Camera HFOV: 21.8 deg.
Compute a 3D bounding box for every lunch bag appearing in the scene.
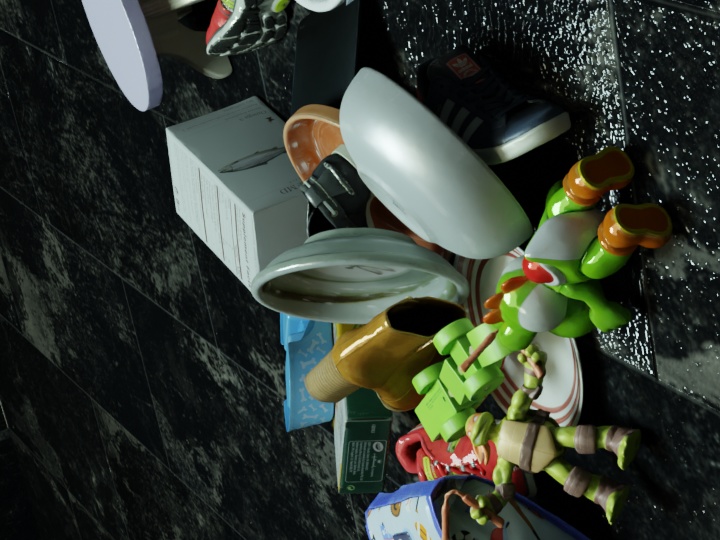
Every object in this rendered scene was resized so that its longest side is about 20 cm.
[{"bbox_3d":[0.109,0.267,1.716,0.200,0.124,0.170,38,156,-10],"label":"lunch bag"}]

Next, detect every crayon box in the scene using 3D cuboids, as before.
[{"bbox_3d":[-0.002,0.113,1.937,0.126,0.051,0.201,95,171,-48],"label":"crayon box"}]

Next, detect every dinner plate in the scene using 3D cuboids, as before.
[{"bbox_3d":[0.145,0.056,1.667,0.200,0.024,0.201,48,151,38],"label":"dinner plate"}]

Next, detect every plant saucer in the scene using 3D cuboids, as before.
[{"bbox_3d":[0.013,-0.081,1.747,0.200,0.032,0.201,36,160,15],"label":"plant saucer"},{"bbox_3d":[0.000,0.000,1.698,0.200,0.199,0.051,139,134,-66],"label":"plant saucer"}]

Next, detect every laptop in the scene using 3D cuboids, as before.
[{"bbox_3d":[0.009,-0.156,1.795,0.200,0.103,0.177,44,160,-10],"label":"laptop"}]

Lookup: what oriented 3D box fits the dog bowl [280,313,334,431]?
[{"bbox_3d":[-0.058,0.078,1.990,0.112,0.049,0.201,97,171,-53],"label":"dog bowl"}]

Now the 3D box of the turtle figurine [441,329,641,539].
[{"bbox_3d":[0.151,0.160,1.594,0.161,0.064,0.201,18,95,21],"label":"turtle figurine"}]

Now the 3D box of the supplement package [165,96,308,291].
[{"bbox_3d":[-0.109,-0.079,1.984,0.200,0.116,0.118,43,146,44],"label":"supplement package"}]

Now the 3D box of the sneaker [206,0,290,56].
[{"bbox_3d":[-0.112,-0.287,1.886,0.200,0.077,0.085,-53,51,56],"label":"sneaker"}]

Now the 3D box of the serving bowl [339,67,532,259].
[{"bbox_3d":[0.050,-0.076,1.554,0.200,0.066,0.200,44,176,4],"label":"serving bowl"}]

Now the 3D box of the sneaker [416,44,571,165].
[{"bbox_3d":[0.098,-0.141,1.528,0.200,0.075,0.085,13,126,63],"label":"sneaker"}]

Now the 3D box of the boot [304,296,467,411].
[{"bbox_3d":[0.056,0.073,1.746,0.144,0.201,0.071,-37,68,38],"label":"boot"}]

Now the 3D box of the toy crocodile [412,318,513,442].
[{"bbox_3d":[0.097,0.097,1.688,0.068,0.062,0.200,57,151,21],"label":"toy crocodile"}]

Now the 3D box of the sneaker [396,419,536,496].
[{"bbox_3d":[0.099,0.187,1.787,0.200,0.085,0.077,7,118,65],"label":"sneaker"}]

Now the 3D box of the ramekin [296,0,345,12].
[{"bbox_3d":[-0.021,-0.331,1.594,0.201,0.097,0.201,46,149,40],"label":"ramekin"}]

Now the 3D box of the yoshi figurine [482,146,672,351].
[{"bbox_3d":[0.177,-0.007,1.490,0.112,0.113,0.200,28,138,-7],"label":"yoshi figurine"}]

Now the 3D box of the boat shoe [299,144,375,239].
[{"bbox_3d":[-0.028,-0.048,1.748,0.072,0.068,0.200,39,163,13],"label":"boat shoe"}]

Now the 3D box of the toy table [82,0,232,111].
[{"bbox_3d":[-0.225,-0.289,2.056,0.184,0.117,0.201,14,124,62],"label":"toy table"}]
